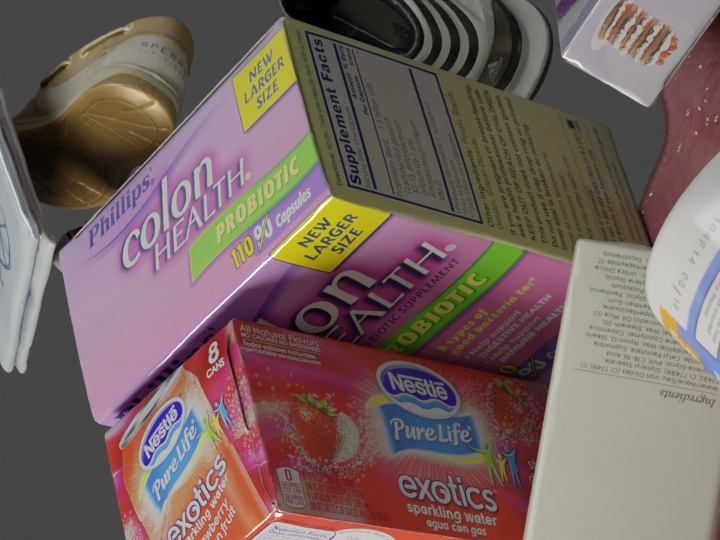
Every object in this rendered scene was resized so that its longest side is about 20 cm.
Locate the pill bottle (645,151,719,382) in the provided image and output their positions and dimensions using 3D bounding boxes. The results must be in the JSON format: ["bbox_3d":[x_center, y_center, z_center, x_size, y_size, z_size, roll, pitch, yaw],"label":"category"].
[{"bbox_3d":[0.207,0.038,0.977,0.200,0.112,0.112,47,116,32],"label":"pill bottle"}]

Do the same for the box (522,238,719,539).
[{"bbox_3d":[0.112,0.093,1.101,0.082,0.068,0.202,11,85,10],"label":"box"}]

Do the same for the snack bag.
[{"bbox_3d":[-0.220,-0.063,1.536,0.189,0.021,0.201,113,139,-62],"label":"snack bag"}]

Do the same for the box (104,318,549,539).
[{"bbox_3d":[0.001,0.099,1.157,0.100,0.199,0.096,-41,51,36],"label":"box"}]

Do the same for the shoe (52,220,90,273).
[{"bbox_3d":[-0.086,-0.016,1.417,0.200,0.071,0.092,22,92,49],"label":"shoe"}]

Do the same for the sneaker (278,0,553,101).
[{"bbox_3d":[-0.001,-0.144,1.308,0.200,0.115,0.076,37,108,50],"label":"sneaker"}]

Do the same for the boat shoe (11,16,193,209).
[{"bbox_3d":[-0.148,-0.091,1.523,0.200,0.074,0.069,-21,39,55],"label":"boat shoe"}]

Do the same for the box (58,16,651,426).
[{"bbox_3d":[0.000,0.000,1.192,0.176,0.199,0.097,-42,48,34],"label":"box"}]

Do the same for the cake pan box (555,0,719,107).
[{"bbox_3d":[0.152,-0.190,1.124,0.200,0.052,0.185,-55,17,26],"label":"cake pan box"}]
